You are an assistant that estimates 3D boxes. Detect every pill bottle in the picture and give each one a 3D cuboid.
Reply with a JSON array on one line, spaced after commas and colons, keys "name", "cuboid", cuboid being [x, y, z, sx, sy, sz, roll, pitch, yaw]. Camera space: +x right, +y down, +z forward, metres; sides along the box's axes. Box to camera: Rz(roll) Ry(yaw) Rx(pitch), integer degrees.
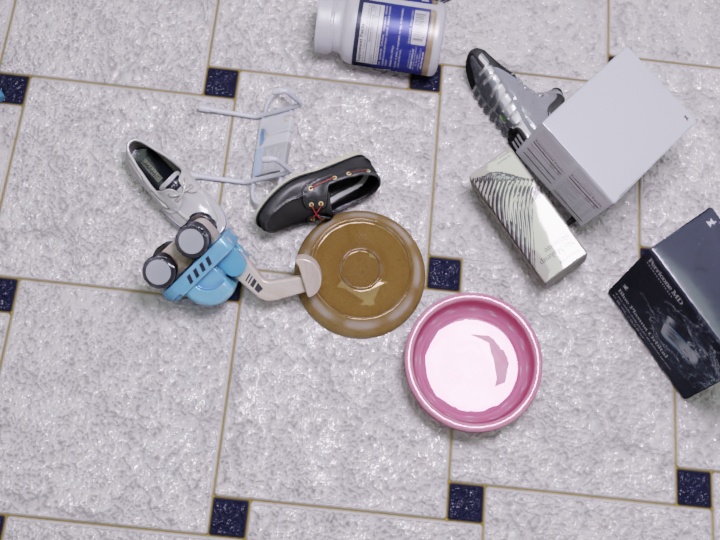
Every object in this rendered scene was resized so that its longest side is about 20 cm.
[{"name": "pill bottle", "cuboid": [0.029, -0.378, 1.472, 0.198, 0.116, 0.117, 9, 71, 0]}]

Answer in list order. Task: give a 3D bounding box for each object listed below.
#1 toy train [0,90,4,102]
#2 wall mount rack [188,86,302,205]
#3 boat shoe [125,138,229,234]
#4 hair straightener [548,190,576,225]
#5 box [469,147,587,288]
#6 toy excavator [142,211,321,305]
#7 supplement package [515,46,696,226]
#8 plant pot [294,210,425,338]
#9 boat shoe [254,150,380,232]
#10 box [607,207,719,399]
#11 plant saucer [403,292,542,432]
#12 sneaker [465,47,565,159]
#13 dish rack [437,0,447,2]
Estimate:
[{"name": "toy train", "cuboid": [-0.653, -0.268, 1.421, 0.199, 0.085, 0.116, -32, 89, -13]}, {"name": "wall mount rack", "cuboid": [-0.173, -0.199, 1.428, 0.172, 0.074, 0.202, -7, 66, 35]}, {"name": "boat shoe", "cuboid": [-0.275, -0.122, 1.394, 0.072, 0.066, 0.200, -41, 80, -13]}, {"name": "hair straightener", "cuboid": [0.341, -0.155, 1.463, 0.076, 0.041, 0.201, 27, 77, 6]}, {"name": "box", "cuboid": [0.251, -0.078, 1.403, 0.082, 0.068, 0.201, -36, 75, 4]}, {"name": "toy excavator", "cuboid": [-0.181, 0.002, 1.343, 0.194, 0.100, 0.200, -41, 102, 7]}, {"name": "supplement package", "cuboid": [0.364, -0.199, 1.392, 0.200, 0.111, 0.156, -41, 87, -19]}, {"name": "plant pot", "cuboid": [0.000, 0.000, 1.392, 0.198, 0.028, 0.202, 1, 71, -3]}, {"name": "boat shoe", "cuboid": [-0.064, -0.110, 1.395, 0.200, 0.074, 0.063, -28, 53, -15]}, {"name": "box", "cuboid": [0.473, 0.052, 1.311, 0.117, 0.200, 0.198, -30, 75, -12]}, {"name": "plant saucer", "cuboid": [0.160, 0.134, 1.344, 0.198, 0.051, 0.203, 1, 71, -2]}, {"name": "sneaker", "cuboid": [0.257, -0.279, 1.483, 0.115, 0.075, 0.201, -30, 86, -17]}, {"name": "dish rack", "cuboid": [0.086, -0.535, 1.562, 0.152, 0.055, 0.201, -26, 73, -13]}]
